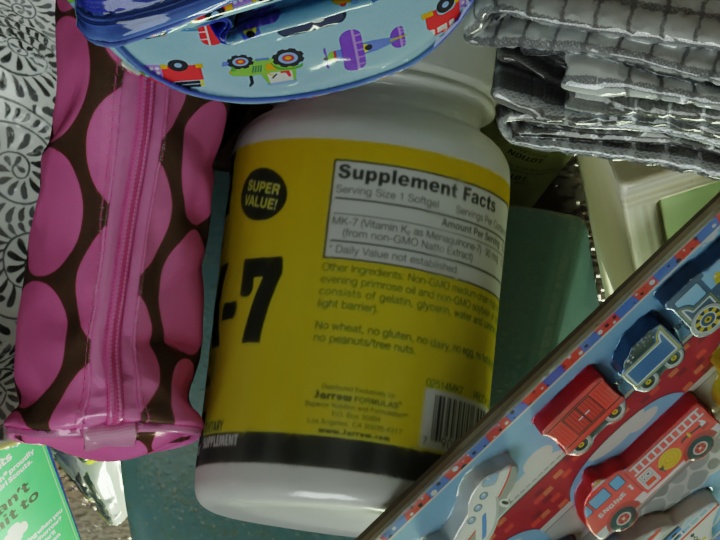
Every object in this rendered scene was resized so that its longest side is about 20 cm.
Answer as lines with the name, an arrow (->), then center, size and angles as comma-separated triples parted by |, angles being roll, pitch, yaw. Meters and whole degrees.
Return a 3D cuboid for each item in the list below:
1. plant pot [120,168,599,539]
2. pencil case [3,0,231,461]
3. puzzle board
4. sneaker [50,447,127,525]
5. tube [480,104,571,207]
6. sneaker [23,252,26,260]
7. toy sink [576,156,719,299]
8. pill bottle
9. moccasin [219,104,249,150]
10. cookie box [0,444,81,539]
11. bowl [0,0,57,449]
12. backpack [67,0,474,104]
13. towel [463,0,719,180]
plant pot -> -0.006, 0.087, 1.317 | 0.195, 0.201, 0.196 | 7, 163, 9
pencil case -> -0.089, -0.027, 1.141 | 0.090, 0.201, 0.094 | 5, 180, -21
puzzle board -> 0.108, 0.074, 1.151 | 0.200, 0.017, 0.151 | -44, 135, 6
sneaker -> -0.115, 0.065, 1.477 | 0.075, 0.085, 0.200 | 48, 167, 11
tube -> 0.052, -0.041, 1.307 | 0.058, 0.052, 0.200 | 53, 146, 8
sneaker -> -0.169, -0.046, 1.356 | 0.199, 0.084, 0.080 | 7, -179, 39
toy sink -> 0.163, -0.020, 1.203 | 0.130, 0.112, 0.200 | -16, 139, -1
pill bottle -> 0.000, 0.000, 1.185 | 0.114, 0.201, 0.114 | 6, 169, 1
moccasin -> -0.087, -0.119, 1.232 | 0.080, 0.068, 0.200 | -6, 139, 25
cookie box -> -0.224, 0.104, 1.507 | 0.171, 0.075, 0.200 | 32, 153, 30
bowl -> -0.176, -0.029, 1.232 | 0.200, 0.202, 0.094 | 21, -175, -9
backpack -> -0.033, -0.137, 1.007 | 0.182, 0.135, 0.201 | -14, 130, -4
towel -> 0.146, -0.110, 1.086 | 0.199, 0.166, 0.086 | 9, 147, 8
